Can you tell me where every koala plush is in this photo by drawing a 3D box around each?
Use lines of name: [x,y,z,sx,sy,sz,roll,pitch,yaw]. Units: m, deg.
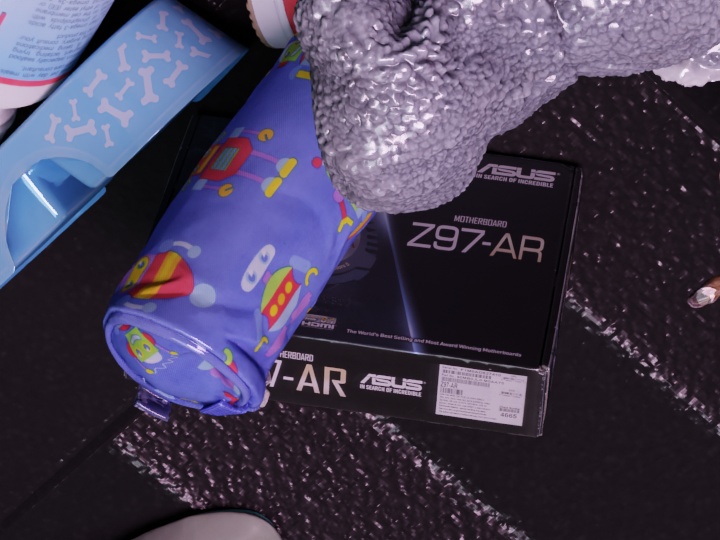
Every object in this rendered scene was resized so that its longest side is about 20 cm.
koala plush: [0.076,-0.120,1.160,0.200,0.184,0.177,-9,151,5]

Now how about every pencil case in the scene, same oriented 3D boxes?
pencil case: [-0.036,-0.023,1.282,0.087,0.200,0.078,46,152,-26]

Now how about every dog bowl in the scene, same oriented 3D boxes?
dog bowl: [-0.139,-0.059,1.395,0.050,0.111,0.200,46,119,-3]

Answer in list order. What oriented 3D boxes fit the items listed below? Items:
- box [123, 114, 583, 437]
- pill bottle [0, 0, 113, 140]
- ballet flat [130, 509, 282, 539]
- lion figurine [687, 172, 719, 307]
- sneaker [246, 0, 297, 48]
box: [0.000,0.000,1.370,0.200,0.160,0.044,8,129,6]
pill bottle: [-0.165,-0.148,1.339,0.109,0.109,0.200,29,122,-8]
ballet flat: [-0.133,0.188,1.573,0.200,0.064,0.067,-19,117,20]
lion figurine: [0.213,-0.074,1.248,0.072,0.122,0.200,39,119,4]
sneaker: [-0.007,-0.187,1.298,0.112,0.071,0.200,5,131,23]
